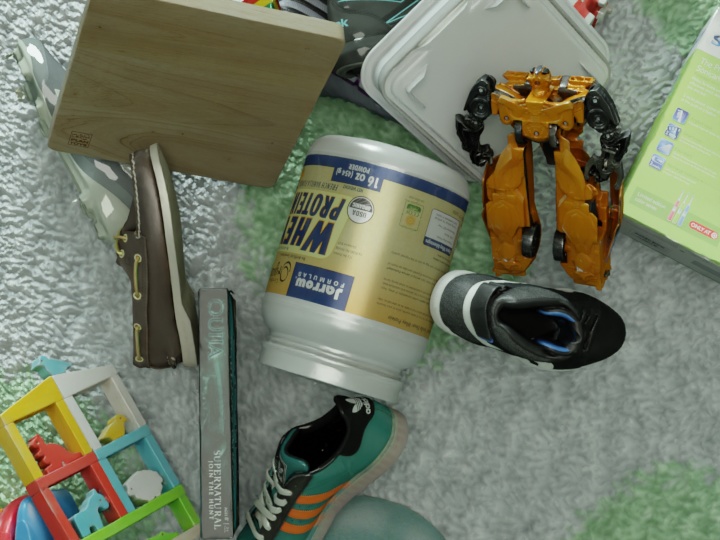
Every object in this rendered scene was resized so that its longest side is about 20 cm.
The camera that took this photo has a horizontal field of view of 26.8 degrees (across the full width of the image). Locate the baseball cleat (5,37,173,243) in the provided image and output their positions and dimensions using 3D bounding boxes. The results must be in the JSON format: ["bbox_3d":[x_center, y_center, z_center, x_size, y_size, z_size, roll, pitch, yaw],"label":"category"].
[{"bbox_3d":[-0.228,-0.125,1.333,0.106,0.070,0.200,-25,89,-15],"label":"baseball cleat"}]

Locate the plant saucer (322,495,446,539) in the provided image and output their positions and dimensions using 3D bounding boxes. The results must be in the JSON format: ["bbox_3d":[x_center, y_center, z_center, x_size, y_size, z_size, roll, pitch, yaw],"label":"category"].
[{"bbox_3d":[-0.004,0.295,1.295,0.201,0.039,0.201,0,85,2],"label":"plant saucer"}]

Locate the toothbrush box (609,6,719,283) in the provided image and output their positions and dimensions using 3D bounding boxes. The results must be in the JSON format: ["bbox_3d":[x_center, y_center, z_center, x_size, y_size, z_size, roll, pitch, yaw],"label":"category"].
[{"bbox_3d":[0.321,-0.100,1.300,0.145,0.086,0.200,27,87,4],"label":"toothbrush box"}]

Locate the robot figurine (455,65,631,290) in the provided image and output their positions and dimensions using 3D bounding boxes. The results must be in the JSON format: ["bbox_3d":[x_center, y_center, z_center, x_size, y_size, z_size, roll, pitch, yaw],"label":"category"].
[{"bbox_3d":[0.153,-0.081,1.239,0.145,0.058,0.200,8,126,22],"label":"robot figurine"}]

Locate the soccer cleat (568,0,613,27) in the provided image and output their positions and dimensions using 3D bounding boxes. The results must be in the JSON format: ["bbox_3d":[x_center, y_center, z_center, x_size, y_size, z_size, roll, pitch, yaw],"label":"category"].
[{"bbox_3d":[0.190,-0.265,1.332,0.085,0.069,0.200,28,87,17],"label":"soccer cleat"}]

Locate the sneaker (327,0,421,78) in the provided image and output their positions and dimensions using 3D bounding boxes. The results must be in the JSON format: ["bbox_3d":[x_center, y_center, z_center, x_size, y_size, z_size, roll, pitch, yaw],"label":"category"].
[{"bbox_3d":[0.059,-0.216,1.281,0.200,0.075,0.079,-12,84,-33],"label":"sneaker"}]

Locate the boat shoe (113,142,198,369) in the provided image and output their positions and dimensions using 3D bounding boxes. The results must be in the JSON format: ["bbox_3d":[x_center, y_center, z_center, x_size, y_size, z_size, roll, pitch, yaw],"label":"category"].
[{"bbox_3d":[-0.179,-0.008,1.286,0.059,0.072,0.200,-6,112,1],"label":"boat shoe"}]

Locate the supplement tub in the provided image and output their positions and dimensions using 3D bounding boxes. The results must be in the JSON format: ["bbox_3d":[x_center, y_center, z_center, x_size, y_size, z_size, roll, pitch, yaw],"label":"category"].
[{"bbox_3d":[0.000,0.000,1.269,0.144,0.144,0.200,16,85,3],"label":"supplement tub"}]

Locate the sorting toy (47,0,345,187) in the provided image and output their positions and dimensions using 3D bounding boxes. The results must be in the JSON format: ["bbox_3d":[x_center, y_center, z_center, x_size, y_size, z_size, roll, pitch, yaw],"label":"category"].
[{"bbox_3d":[-0.139,-0.169,1.242,0.200,0.199,0.070,10,54,-18],"label":"sorting toy"}]

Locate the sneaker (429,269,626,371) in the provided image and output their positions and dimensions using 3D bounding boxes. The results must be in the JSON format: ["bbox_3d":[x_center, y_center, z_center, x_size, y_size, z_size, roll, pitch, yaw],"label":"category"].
[{"bbox_3d":[0.164,0.053,1.237,0.200,0.112,0.073,11,94,-32],"label":"sneaker"}]

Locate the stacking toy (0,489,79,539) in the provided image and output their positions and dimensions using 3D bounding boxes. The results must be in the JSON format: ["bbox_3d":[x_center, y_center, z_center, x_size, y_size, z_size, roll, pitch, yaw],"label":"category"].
[{"bbox_3d":[-0.345,0.249,1.286,0.200,0.110,0.116,-3,87,12],"label":"stacking toy"}]

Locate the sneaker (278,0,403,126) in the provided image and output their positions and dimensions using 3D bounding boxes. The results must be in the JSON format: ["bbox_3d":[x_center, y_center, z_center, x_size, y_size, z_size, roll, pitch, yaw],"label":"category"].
[{"bbox_3d":[0.000,-0.173,1.333,0.200,0.088,0.075,33,59,-16],"label":"sneaker"}]

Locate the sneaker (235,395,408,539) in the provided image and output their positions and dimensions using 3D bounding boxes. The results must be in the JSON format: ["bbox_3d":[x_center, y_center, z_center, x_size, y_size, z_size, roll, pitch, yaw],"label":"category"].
[{"bbox_3d":[-0.053,0.177,1.263,0.080,0.071,0.200,30,108,-38],"label":"sneaker"}]

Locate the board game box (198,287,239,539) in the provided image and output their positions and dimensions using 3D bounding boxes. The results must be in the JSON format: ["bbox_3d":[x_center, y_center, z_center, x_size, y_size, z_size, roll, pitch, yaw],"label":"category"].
[{"bbox_3d":[-0.118,0.119,1.265,0.028,0.135,0.200,-1,85,-2],"label":"board game box"}]

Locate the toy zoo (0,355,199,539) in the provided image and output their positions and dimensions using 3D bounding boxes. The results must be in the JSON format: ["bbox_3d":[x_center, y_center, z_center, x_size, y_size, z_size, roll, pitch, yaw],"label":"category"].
[{"bbox_3d":[-0.227,0.162,1.277,0.020,0.131,0.200,-35,84,41],"label":"toy zoo"}]

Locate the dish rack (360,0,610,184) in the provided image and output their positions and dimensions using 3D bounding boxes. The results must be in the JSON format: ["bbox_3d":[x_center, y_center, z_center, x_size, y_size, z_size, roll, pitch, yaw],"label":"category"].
[{"bbox_3d":[0.114,-0.160,1.254,0.172,0.200,0.044,-43,43,12],"label":"dish rack"}]
